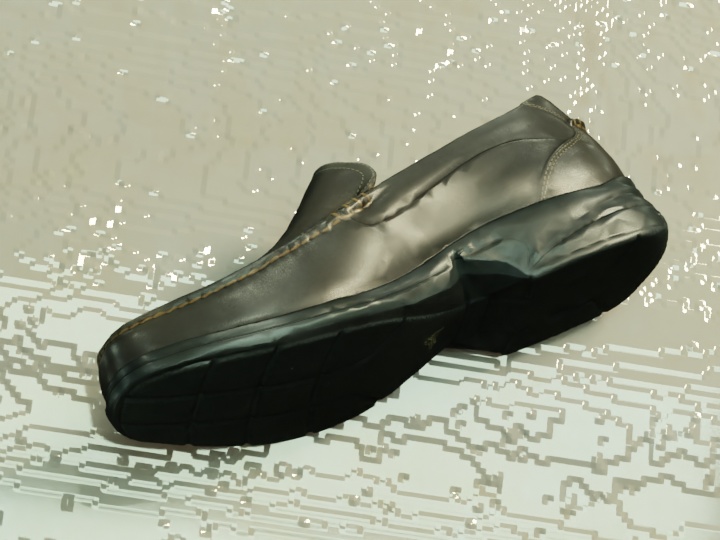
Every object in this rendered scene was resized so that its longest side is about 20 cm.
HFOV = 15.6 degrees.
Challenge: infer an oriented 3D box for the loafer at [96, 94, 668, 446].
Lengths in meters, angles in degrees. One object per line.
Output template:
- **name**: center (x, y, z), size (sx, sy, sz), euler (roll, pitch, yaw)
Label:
- **loafer**: center (0.000, 0.000, 0.852), size (0.200, 0.073, 0.072), euler (-17, 63, -28)
